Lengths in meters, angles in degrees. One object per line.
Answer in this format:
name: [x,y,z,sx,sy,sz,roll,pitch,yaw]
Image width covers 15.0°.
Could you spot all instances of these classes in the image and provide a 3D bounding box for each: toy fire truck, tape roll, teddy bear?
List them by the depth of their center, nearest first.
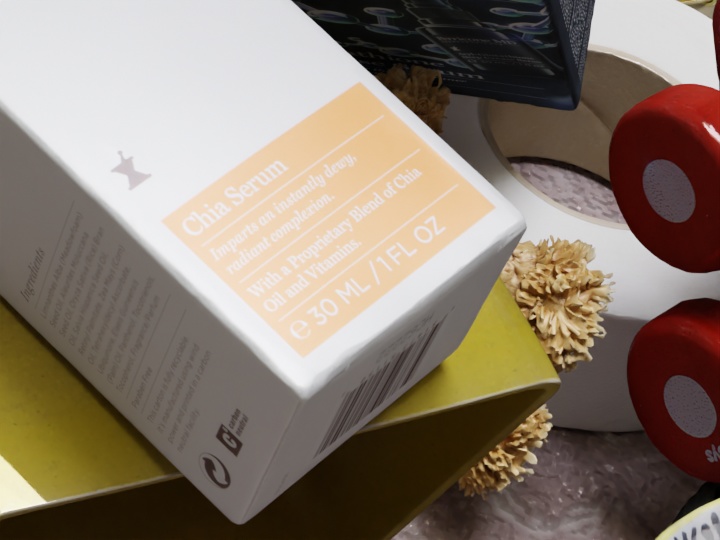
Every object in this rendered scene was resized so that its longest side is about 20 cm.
toy fire truck: [0.186,-0.002,0.953,0.112,0.201,0.168,-27,30,-36]
teddy bear: [0.000,0.000,1.014,0.200,0.145,0.067,49,29,19]
tape roll: [0.089,-0.032,1.115,0.202,0.071,0.203,10,47,-10]

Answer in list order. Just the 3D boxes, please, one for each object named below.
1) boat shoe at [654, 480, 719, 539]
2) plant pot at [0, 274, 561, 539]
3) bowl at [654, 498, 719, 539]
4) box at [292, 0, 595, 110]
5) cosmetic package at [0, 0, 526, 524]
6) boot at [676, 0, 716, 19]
boat shoe: [0.208,0.121,1.020,0.199,0.057,0.069,11,46,-8]
plant pot: [-0.087,0.013,0.890,0.199,0.200,0.177,-13,71,-28]
bowl: [0.161,0.166,0.831,0.200,0.094,0.201,10,37,-8]
box: [0.009,-0.136,0.984,0.148,0.200,0.107,8,83,9]
cosmetic package: [-0.063,-0.038,0.778,0.200,0.071,0.101,43,52,13]
boot: [0.095,-0.168,1.182,0.199,0.156,0.073,16,45,-4]
